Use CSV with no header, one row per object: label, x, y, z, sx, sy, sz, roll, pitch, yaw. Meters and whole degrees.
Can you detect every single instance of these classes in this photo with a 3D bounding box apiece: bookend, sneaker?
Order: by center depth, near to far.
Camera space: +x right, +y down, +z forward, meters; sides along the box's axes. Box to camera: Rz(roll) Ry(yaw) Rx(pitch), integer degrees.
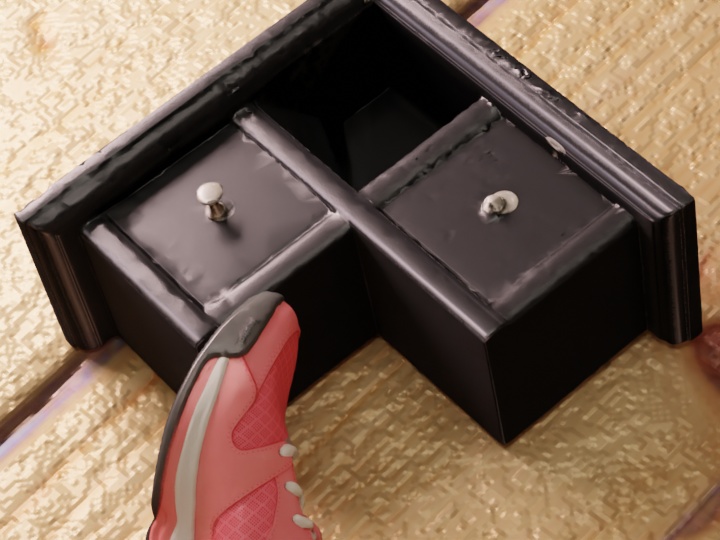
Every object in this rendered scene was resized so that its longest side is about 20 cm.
sneaker,-0.039,0.111,0.924,0.086,0.074,0.202,13,84,4
bookend,0.000,0.000,1.007,0.200,0.092,0.199,-37,56,-17
